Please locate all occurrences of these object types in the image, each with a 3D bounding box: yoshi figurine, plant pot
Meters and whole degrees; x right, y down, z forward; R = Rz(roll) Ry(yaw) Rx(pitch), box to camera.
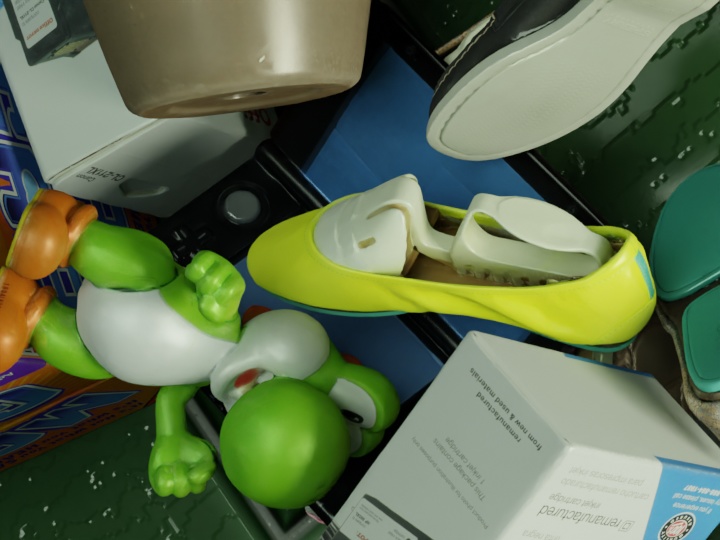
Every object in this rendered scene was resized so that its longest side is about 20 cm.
[{"bbox_3d":[-0.078,0.047,1.212,0.200,0.112,0.112,23,76,-7],"label":"yoshi figurine"},{"bbox_3d":[-0.067,-0.166,1.247,0.200,0.200,0.175,-9,89,24],"label":"plant pot"}]

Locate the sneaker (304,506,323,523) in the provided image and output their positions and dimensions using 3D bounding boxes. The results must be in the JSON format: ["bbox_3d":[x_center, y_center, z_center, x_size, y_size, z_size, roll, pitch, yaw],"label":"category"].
[{"bbox_3d":[0.017,0.117,1.344,0.200,0.070,0.082,53,125,21],"label":"sneaker"}]

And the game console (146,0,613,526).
[{"bbox_3d":[0.000,0.000,1.282,0.172,0.119,0.200,-37,71,-22],"label":"game console"}]

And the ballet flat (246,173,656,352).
[{"bbox_3d":[0.041,-0.012,1.222,0.200,0.067,0.067,10,49,16],"label":"ballet flat"}]

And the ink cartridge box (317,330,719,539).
[{"bbox_3d":[0.059,0.138,1.191,0.200,0.145,0.084,-55,51,18],"label":"ink cartridge box"}]

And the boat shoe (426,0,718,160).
[{"bbox_3d":[0.101,-0.124,1.205,0.200,0.074,0.060,-42,48,38],"label":"boat shoe"}]

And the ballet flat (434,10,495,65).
[{"bbox_3d":[0.045,-0.091,1.339,0.200,0.067,0.068,-38,71,18],"label":"ballet flat"}]

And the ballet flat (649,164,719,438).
[{"bbox_3d":[0.176,0.026,1.228,0.068,0.200,0.067,-25,117,20],"label":"ballet flat"}]

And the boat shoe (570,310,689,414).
[{"bbox_3d":[0.118,0.116,1.296,0.076,0.072,0.200,2,82,51],"label":"boat shoe"}]

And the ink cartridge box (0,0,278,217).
[{"bbox_3d":[-0.131,-0.141,1.383,0.083,0.146,0.200,-27,75,19],"label":"ink cartridge box"}]

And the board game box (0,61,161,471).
[{"bbox_3d":[-0.237,-0.001,1.390,0.200,0.200,0.200,-24,75,22],"label":"board game box"}]
